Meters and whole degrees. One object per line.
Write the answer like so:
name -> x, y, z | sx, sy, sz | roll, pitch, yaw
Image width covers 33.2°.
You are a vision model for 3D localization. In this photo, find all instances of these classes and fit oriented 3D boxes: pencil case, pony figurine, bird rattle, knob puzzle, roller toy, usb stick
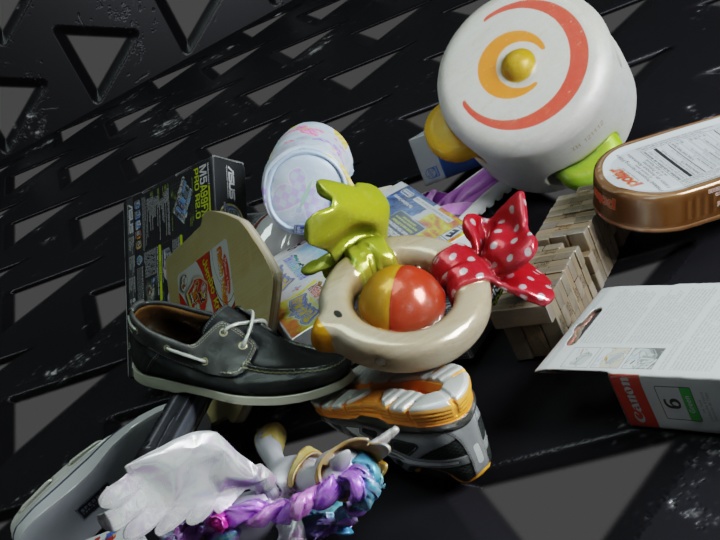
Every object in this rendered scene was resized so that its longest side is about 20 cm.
pencil case -> -0.049, -0.097, 1.205 | 0.090, 0.084, 0.200 | -2, 14, -1
pony figurine -> -0.077, 0.169, 0.844 | 0.193, 0.167, 0.200 | -34, 6, -25
bird rattle -> 0.044, 0.016, 0.914 | 0.199, 0.113, 0.164 | 15, 49, 10
knob puzzle -> -0.115, 0.039, 1.092 | 0.030, 0.221, 0.219 | 3, 4, -33
roller toy -> 0.174, -0.183, 1.217 | 0.199, 0.140, 0.184 | 10, 78, 28
usb stick -> -0.146, 0.120, 0.985 | 0.056, 0.032, 0.200 | -63, 2, 23

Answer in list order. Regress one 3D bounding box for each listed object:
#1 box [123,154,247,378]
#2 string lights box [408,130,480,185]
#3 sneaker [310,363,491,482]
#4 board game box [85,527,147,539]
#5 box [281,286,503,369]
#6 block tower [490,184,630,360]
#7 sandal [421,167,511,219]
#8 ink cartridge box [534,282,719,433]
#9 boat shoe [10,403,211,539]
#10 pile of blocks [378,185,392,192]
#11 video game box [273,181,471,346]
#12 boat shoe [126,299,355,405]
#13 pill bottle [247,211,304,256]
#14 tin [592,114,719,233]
box -> -0.181, 0.001, 1.251 | 0.160, 0.201, 0.044 | -21, -23, 40
string lights box -> 0.163, -0.163, 1.362 | 0.199, 0.059, 0.103 | -19, 8, 20
sneaker -> 0.028, 0.115, 0.919 | 0.078, 0.078, 0.200 | -35, 17, -21
board game box -> -0.268, 0.279, 0.949 | 0.199, 0.035, 0.126 | -23, 21, 12
box -> 0.045, 0.024, 1.113 | 0.199, 0.044, 0.160 | -9, 28, 39
block tower -> 0.174, -0.001, 1.027 | 0.054, 0.058, 0.200 | -11, 25, 36
sandal -> 0.084, -0.068, 1.284 | 0.202, 0.050, 0.082 | -39, 24, -26
ink cartridge box -> 0.231, 0.058, 0.835 | 0.199, 0.051, 0.109 | -3, 33, 48
boat shoe -> -0.224, 0.182, 1.074 | 0.200, 0.072, 0.066 | -42, 29, -13
pile of blocks -> 0.011, -0.051, 1.302 | 0.062, 0.083, 0.200 | -13, 8, -13
video game box -> 0.000, 0.000, 1.082 | 0.182, 0.047, 0.200 | -33, 22, -6
boat shoe -> -0.100, 0.063, 0.958 | 0.199, 0.068, 0.072 | 6, 22, 25
pill bottle -> -0.098, -0.007, 1.280 | 0.199, 0.113, 0.112 | -4, 32, 45
tin -> 0.294, -0.088, 1.033 | 0.199, 0.042, 0.112 | -17, 28, -11
